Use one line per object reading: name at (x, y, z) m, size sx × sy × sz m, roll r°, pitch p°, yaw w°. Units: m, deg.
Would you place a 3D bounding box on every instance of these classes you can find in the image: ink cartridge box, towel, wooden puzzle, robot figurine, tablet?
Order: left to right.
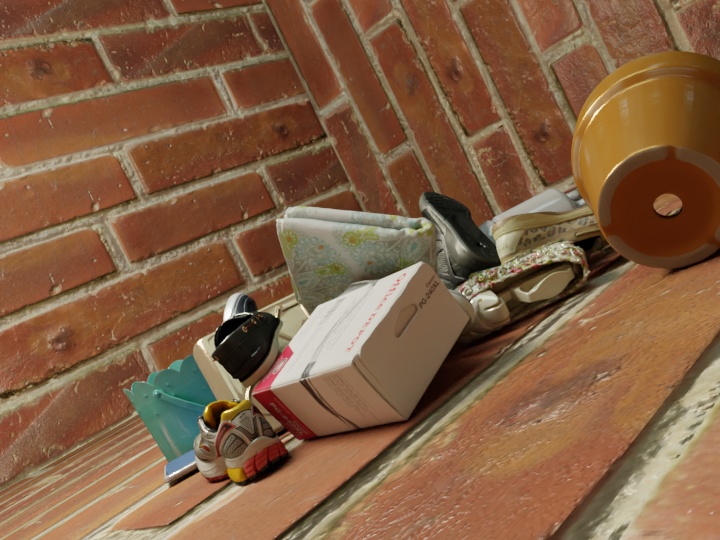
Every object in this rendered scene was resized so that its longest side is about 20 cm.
tablet at (-0.178, 0.233, 1.018) m, size 0.199 × 0.014 × 0.130 m, roll -27°, pitch 1°, yaw -17°
wooden puzzle at (-0.101, 0.126, 0.984) m, size 0.199 × 0.185 × 0.047 m, roll -29°, pitch -38°, yaw -15°
ink cartridge box at (-0.002, 0.088, 0.763) m, size 0.199 × 0.083 × 0.146 m, roll -24°, pitch 22°, yaw 51°
towel at (0.000, 0.000, 0.927) m, size 0.198 × 0.172 × 0.048 m, roll 7°, pitch 50°, yaw 16°
robot figurine at (0.237, -0.037, 1.015) m, size 0.199 × 0.114 × 0.170 m, roll -26°, pitch 16°, yaw -3°

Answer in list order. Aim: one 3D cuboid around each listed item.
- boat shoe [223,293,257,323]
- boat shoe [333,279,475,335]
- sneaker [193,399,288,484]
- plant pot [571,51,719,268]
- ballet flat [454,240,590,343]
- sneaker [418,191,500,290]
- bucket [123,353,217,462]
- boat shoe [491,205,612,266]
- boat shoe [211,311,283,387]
boat shoe at (-0.146, 0.112, 1.090) m, size 0.090 × 0.202 × 0.071 m, roll -21°, pitch -37°, yaw 17°
boat shoe at (0.048, 0.034, 0.851) m, size 0.199 × 0.070 × 0.072 m, roll -4°, pitch 39°, yaw 40°
sneaker at (-0.142, 0.180, 0.817) m, size 0.077 × 0.083 × 0.200 m, roll -27°, pitch 0°, yaw -31°
plant pot at (0.311, -0.099, 0.752) m, size 0.199 × 0.201 × 0.184 m, roll -26°, pitch 17°, yaw 33°
ballet flat at (0.172, 0.027, 0.842) m, size 0.199 × 0.076 × 0.064 m, roll -30°, pitch 17°, yaw 2°
sneaker at (0.115, -0.026, 0.995) m, size 0.076 × 0.200 × 0.115 m, roll 6°, pitch -57°, yaw -24°
bucket at (-0.253, 0.199, 1.162) m, size 0.206 × 0.136 × 0.207 m, roll -28°, pitch 2°, yaw 1°
boat shoe at (0.262, -0.038, 0.907) m, size 0.198 × 0.063 × 0.073 m, roll -7°, pitch -19°, yaw -3°
boat shoe at (-0.139, 0.078, 0.893) m, size 0.074 × 0.063 × 0.201 m, roll -45°, pitch 10°, yaw 3°
